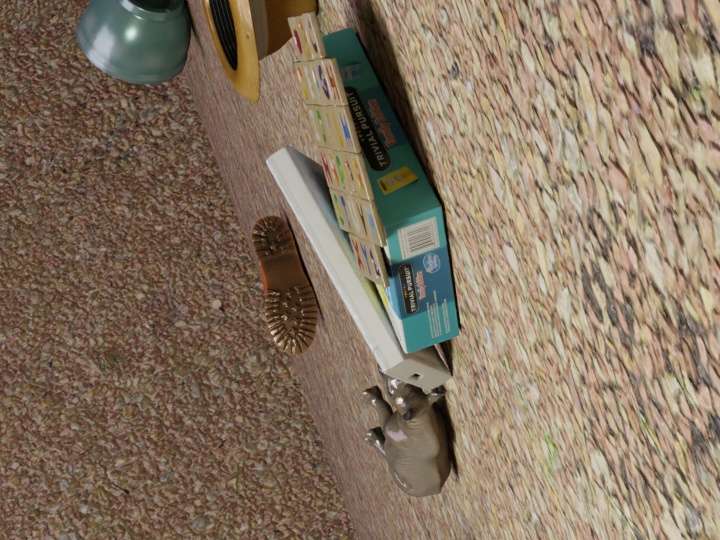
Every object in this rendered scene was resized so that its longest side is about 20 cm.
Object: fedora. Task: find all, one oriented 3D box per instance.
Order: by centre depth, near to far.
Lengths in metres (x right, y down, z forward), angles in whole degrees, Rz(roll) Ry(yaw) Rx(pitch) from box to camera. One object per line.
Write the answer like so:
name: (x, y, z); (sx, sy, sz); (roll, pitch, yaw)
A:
fedora: (-0.088, -0.243, 1.507); (0.201, 0.082, 0.201); (164, 90, -79)

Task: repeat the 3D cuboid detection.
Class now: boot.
boot: (-0.105, 0.028, 2.541); (0.107, 0.075, 0.200); (86, 172, -78)

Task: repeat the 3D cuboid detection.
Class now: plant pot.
plant pot: (-0.379, -0.440, 3.062); (0.134, 0.200, 0.201); (-60, 43, 45)

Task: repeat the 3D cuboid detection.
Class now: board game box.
board game box: (0.013, -0.061, 1.333); (0.151, 0.047, 0.200); (79, 170, -50)

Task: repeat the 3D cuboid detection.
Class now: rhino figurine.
rhino figurine: (0.045, 0.136, 1.582); (0.087, 0.060, 0.200); (51, 163, 30)

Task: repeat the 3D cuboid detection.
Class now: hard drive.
hard drive: (0.000, 0.000, 1.426); (0.200, 0.027, 0.132); (61, -168, 18)

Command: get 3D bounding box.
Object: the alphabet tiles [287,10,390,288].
alphabet tiles: (-0.016, -0.088, 1.272); (0.166, 0.006, 0.200); (-148, 42, -78)
